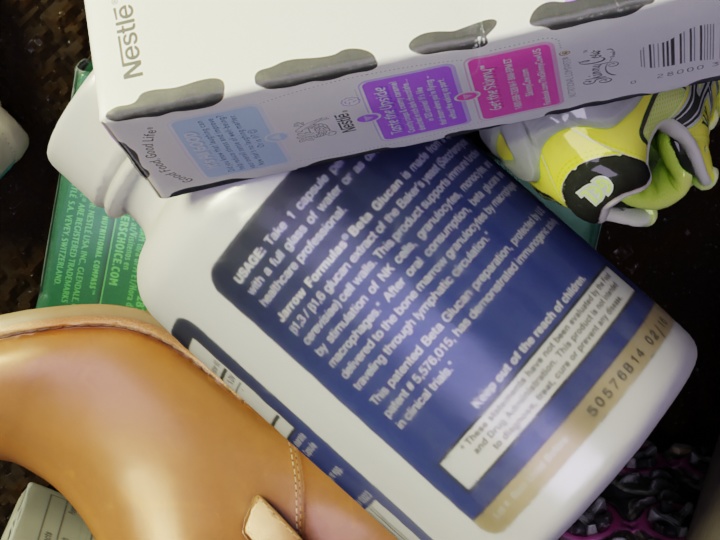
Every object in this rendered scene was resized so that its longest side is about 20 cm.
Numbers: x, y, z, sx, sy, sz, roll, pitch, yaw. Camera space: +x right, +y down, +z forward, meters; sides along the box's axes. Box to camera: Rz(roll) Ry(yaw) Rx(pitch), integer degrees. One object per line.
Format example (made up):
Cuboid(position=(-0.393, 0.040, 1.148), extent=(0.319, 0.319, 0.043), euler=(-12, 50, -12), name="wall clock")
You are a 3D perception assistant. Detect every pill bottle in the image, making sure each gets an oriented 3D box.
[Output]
Cuboid(position=(0.000, 0.000, 0.679), extent=(0.200, 0.111, 0.111), euler=(42, 94, 3), name="pill bottle")

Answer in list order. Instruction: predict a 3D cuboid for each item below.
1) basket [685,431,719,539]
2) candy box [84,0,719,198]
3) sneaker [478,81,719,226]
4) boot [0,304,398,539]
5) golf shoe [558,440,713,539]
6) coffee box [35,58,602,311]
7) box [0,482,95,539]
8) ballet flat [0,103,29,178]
Cuboid(position=(0.193, 0.058, 0.699), extent=(0.180, 0.136, 0.201), euler=(29, 77, 3), name="basket")
Cuboid(position=(0.017, -0.127, 0.608), extent=(0.199, 0.072, 0.169), euler=(-12, 73, 6), name="candy box")
Cuboid(position=(0.086, -0.050, 0.718), extent=(0.075, 0.200, 0.077), euler=(-35, 79, 26), name="sneaker")
Cuboid(position=(-0.066, 0.099, 0.715), extent=(0.199, 0.077, 0.156), euler=(7, 65, -15), name="boot")
Cuboid(position=(0.143, 0.114, 0.793), extent=(0.199, 0.073, 0.093), euler=(2, 115, -15), name="golf shoe")
Cuboid(position=(-0.017, 0.001, 0.789), extent=(0.199, 0.044, 0.124), euler=(10, 101, -5), name="coffee box")
Cuboid(position=(-0.050, 0.160, 0.788), extent=(0.199, 0.095, 0.078), euler=(23, 100, -6), name="box")
Cuboid(position=(-0.180, -0.113, 0.757), extent=(0.069, 0.069, 0.201), euler=(-27, 102, 1), name="ballet flat")
